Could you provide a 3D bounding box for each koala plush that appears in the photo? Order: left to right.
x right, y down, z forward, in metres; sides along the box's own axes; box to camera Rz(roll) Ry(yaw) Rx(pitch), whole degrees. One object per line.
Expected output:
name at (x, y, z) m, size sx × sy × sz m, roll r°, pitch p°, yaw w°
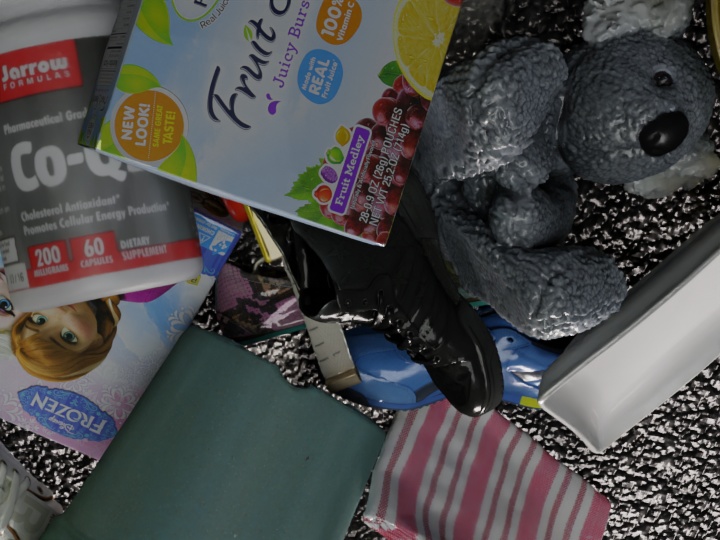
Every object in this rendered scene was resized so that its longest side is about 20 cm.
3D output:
koala plush at (0.130, -0.089, 0.855) m, size 0.199 × 0.184 × 0.178 m, roll -27°, pitch 114°, yaw -15°

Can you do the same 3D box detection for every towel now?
towel at (0.094, 0.161, 0.963) m, size 0.200 × 0.147 × 0.030 m, roll 40°, pitch 134°, yaw -20°

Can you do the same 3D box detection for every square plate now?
square plate at (0.204, 0.033, 0.905) m, size 0.198 × 0.028 × 0.200 m, roll -42°, pitch 155°, yaw 4°

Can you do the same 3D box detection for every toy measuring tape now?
toy measuring tape at (-0.042, -0.024, 0.889) m, size 0.073 × 0.074 × 0.201 m, roll -20°, pitch 97°, yaw 5°

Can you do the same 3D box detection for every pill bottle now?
pill bottle at (-0.162, -0.084, 0.806) m, size 0.113 × 0.114 × 0.202 m, roll -11°, pitch 92°, yaw 1°

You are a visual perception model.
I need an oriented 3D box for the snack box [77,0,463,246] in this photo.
snack box at (-0.039, -0.134, 0.747) m, size 0.168 × 0.068 × 0.202 m, roll 18°, pitch 89°, yaw -21°

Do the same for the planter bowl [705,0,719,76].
planter bowl at (0.271, -0.152, 0.841) m, size 0.199 × 0.083 × 0.202 m, roll 0°, pitch 91°, yaw -21°

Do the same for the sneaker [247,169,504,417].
sneaker at (0.006, 0.013, 0.841) m, size 0.104 × 0.060 × 0.201 m, roll -28°, pitch 99°, yaw -31°

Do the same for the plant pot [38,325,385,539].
plant pot at (-0.091, 0.154, 0.892) m, size 0.199 × 0.200 × 0.197 m, roll 31°, pitch 82°, yaw -18°

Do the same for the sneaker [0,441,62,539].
sneaker at (-0.242, 0.141, 0.925) m, size 0.084 × 0.073 × 0.201 m, roll 13°, pitch 150°, yaw 24°

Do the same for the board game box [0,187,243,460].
board game box at (-0.208, 0.005, 0.917) m, size 0.199 × 0.041 × 0.200 m, roll 25°, pitch 111°, yaw -15°

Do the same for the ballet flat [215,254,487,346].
ballet flat at (0.000, 0.000, 0.924) m, size 0.198 × 0.069 × 0.072 m, roll -9°, pitch 100°, yaw 1°

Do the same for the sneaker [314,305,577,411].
sneaker at (0.070, 0.047, 0.931) m, size 0.198 × 0.066 × 0.079 m, roll 3°, pitch 136°, yaw -17°
